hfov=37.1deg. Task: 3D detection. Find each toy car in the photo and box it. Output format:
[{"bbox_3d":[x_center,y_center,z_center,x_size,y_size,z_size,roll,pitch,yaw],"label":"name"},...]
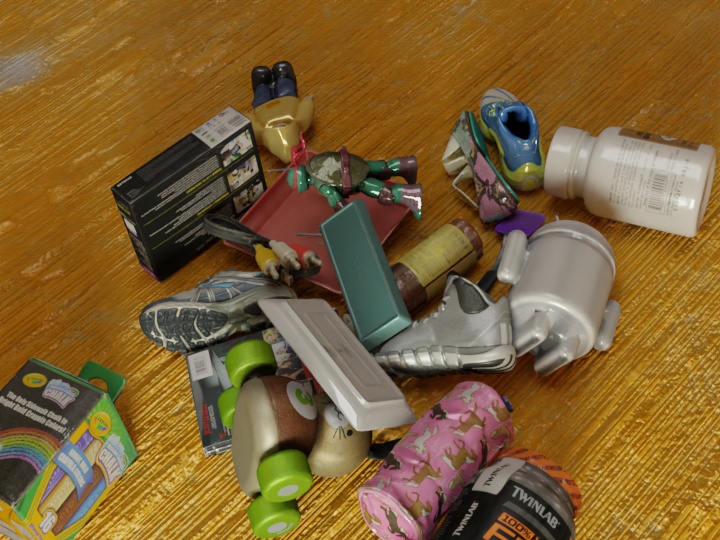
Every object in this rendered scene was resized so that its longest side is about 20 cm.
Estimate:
[{"bbox_3d":[-0.037,0.168,1.154,0.197,0.159,0.166,-8,54,-21],"label":"toy car"}]

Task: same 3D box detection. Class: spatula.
[{"bbox_3d":[0.174,-0.012,1.352,0.056,0.021,0.201,11,53,35],"label":"spatula"}]

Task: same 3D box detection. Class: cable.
[{"bbox_3d":[-0.120,-0.039,1.354,0.096,0.051,0.200,-12,36,-36],"label":"cable"}]

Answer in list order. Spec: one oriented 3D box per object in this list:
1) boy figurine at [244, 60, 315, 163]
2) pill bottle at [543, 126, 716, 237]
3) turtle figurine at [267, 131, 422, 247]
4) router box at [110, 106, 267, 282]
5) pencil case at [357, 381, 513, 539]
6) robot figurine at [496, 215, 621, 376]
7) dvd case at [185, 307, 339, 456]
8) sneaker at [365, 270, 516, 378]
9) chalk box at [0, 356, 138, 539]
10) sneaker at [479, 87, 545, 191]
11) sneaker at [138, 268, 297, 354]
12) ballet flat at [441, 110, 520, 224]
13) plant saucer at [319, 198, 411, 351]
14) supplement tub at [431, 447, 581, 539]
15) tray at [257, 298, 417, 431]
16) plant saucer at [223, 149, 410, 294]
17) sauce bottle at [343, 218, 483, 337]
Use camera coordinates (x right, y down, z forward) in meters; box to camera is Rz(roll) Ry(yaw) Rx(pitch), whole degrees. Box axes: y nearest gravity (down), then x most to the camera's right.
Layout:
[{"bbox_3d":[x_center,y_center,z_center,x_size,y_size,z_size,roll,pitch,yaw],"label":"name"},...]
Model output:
[{"bbox_3d":[-0.126,-0.226,1.555,0.122,0.065,0.202,-10,38,1],"label":"boy figurine"},{"bbox_3d":[0.339,-0.120,1.358,0.197,0.115,0.115,15,52,22],"label":"pill bottle"},{"bbox_3d":[-0.022,-0.108,1.375,0.196,0.101,0.152,-1,58,-4],"label":"turtle figurine"},{"bbox_3d":[-0.218,-0.100,1.411,0.199,0.151,0.051,-38,53,-23],"label":"router box"},{"bbox_3d":[0.082,0.202,1.119,0.086,0.084,0.199,8,37,44],"label":"pencil case"},{"bbox_3d":[0.232,0.023,1.249,0.169,0.113,0.202,37,53,-12],"label":"robot figurine"},{"bbox_3d":[-0.103,0.130,1.275,0.197,0.022,0.147,-16,48,-6],"label":"dvd case"},{"bbox_3d":[0.084,0.060,1.231,0.197,0.075,0.118,-3,74,22],"label":"sneaker"},{"bbox_3d":[-0.339,0.192,1.192,0.123,0.125,0.201,20,53,26],"label":"chalk box"},{"bbox_3d":[0.210,-0.208,1.464,0.074,0.106,0.202,-14,48,-4],"label":"sneaker"},{"bbox_3d":[-0.177,0.044,1.338,0.196,0.079,0.087,-7,40,-9],"label":"sneaker"},{"bbox_3d":[0.151,-0.139,1.448,0.070,0.069,0.202,-30,47,12],"label":"ballet flat"},{"bbox_3d":[0.000,0.000,1.267,0.069,0.019,0.202,-33,49,16],"label":"plant saucer"},{"bbox_3d":[0.129,0.278,1.034,0.121,0.124,0.201,21,55,26],"label":"supplement tub"},{"bbox_3d":[-0.022,0.093,1.170,0.106,0.022,0.200,2,39,-50],"label":"tray"},{"bbox_3d":[-0.048,-0.060,1.424,0.198,0.037,0.200,21,56,27],"label":"plant saucer"},{"bbox_3d":[0.064,0.012,1.320,0.199,0.067,0.066,-35,52,-23],"label":"sauce bottle"}]
